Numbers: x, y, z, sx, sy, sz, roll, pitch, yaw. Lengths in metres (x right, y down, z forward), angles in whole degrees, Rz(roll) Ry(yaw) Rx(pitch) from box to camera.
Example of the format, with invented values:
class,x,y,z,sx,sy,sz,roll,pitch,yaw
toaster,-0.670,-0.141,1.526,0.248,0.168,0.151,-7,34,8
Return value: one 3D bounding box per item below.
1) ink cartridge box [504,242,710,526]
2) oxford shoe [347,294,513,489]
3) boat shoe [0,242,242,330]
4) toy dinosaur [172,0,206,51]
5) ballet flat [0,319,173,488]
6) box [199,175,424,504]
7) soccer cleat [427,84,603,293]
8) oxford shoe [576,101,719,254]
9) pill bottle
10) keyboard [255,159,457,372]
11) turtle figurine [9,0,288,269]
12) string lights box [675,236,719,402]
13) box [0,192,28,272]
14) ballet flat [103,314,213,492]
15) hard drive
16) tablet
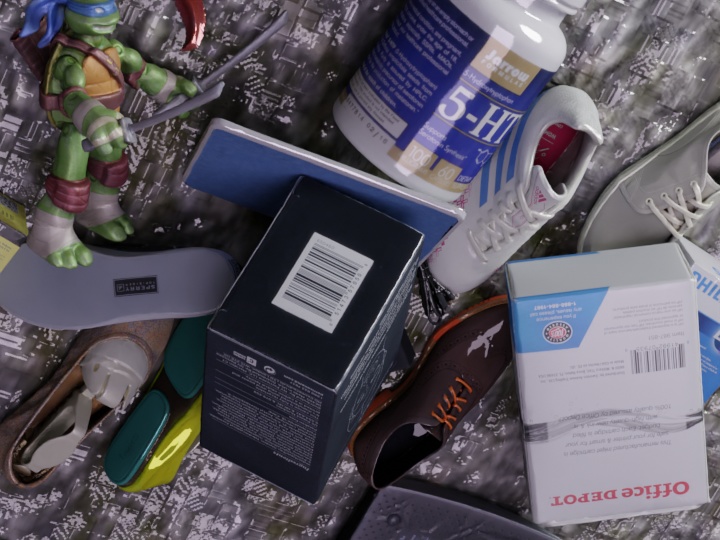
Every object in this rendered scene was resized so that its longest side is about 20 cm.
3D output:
class,x,y,z,sx,sy,sz,roll,pitch,yaw
ink cartridge box,0.197,0.091,1.610,0.144,0.084,0.201,-7,112,1
oxford shoe,0.073,0.105,1.659,0.071,0.073,0.200,36,106,-26
boat shoe,-0.183,0.008,1.548,0.199,0.066,0.070,-5,88,12
toy dinosaur,-0.172,-0.276,1.354,0.105,0.200,0.182,-44,152,-4
ballet flat,-0.215,0.101,1.595,0.068,0.067,0.200,34,106,-27
box,-0.039,0.055,1.502,0.107,0.149,0.200,25,150,9
soccer cleat,0.118,-0.055,1.572,0.070,0.086,0.200,25,111,-24
oxford shoe,0.254,-0.060,1.618,0.200,0.058,0.075,-42,121,14
pill bottle,0.081,-0.162,1.485,0.119,0.120,0.200,29,109,-25
keyboard,0.000,0.000,1.597,0.126,0.021,0.201,-15,123,15
turtle figurine,-0.162,-0.095,1.455,0.199,0.144,0.195,9,120,-13
string lights box,0.245,0.078,1.691,0.102,0.059,0.200,30,108,-25
box,-0.339,0.020,1.532,0.075,0.050,0.200,31,108,-26
ballet flat,-0.136,0.100,1.623,0.067,0.067,0.200,13,120,-42
hard drive,0.073,0.253,1.760,0.199,0.042,0.135,20,113,-22
tablet,-0.030,-0.056,1.503,0.199,0.014,0.130,21,158,-9
